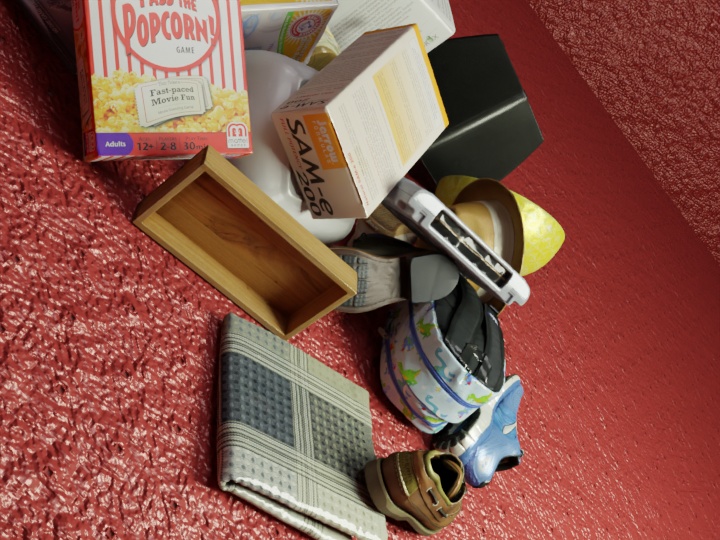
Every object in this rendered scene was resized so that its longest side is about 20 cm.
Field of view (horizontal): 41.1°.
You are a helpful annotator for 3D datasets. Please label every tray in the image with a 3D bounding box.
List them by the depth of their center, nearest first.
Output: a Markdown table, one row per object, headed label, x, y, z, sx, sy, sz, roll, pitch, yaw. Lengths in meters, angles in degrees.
| label | x | y | z | sx | sy | sz | roll | pitch | yaw |
| --- | --- | --- | --- | --- | --- | --- | --- | --- | --- |
| tray | -0.106 | -0.021 | 0.916 | 0.200 | 0.099 | 0.037 | 42 | 29 | -27 |

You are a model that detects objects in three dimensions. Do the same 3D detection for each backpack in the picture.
| label | x | y | z | sx | sy | sz | roll | pitch | yaw |
| --- | --- | --- | --- | --- | --- | --- | --- | --- | --- |
| backpack | 0.098 | 0.094 | 1.108 | 0.163 | 0.154 | 0.200 | 50 | 5 | -17 |

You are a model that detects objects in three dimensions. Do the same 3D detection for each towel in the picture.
| label | x | y | z | sx | sy | sz | roll | pitch | yaw |
| --- | --- | --- | --- | --- | --- | --- | --- | --- | --- |
| towel | -0.057 | 0.154 | 0.892 | 0.200 | 0.035 | 0.193 | 34 | 31 | -33 |

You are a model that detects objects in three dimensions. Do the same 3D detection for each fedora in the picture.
| label | x | y | z | sx | sy | sz | roll | pitch | yaw |
| --- | --- | --- | --- | --- | --- | --- | --- | --- | --- |
| fedora | 0.128 | -0.025 | 1.238 | 0.082 | 0.201 | 0.201 | 5 | 53 | -31 |

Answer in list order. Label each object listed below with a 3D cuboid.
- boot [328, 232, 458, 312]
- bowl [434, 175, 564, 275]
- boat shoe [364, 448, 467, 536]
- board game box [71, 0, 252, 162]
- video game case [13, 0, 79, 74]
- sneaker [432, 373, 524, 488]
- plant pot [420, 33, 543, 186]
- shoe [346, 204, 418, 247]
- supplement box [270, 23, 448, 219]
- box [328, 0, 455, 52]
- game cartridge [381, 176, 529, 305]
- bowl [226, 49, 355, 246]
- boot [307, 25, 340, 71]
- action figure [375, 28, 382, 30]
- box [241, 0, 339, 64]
| label | x | y | z | sx | sy | sz | roll | pitch | yaw |
| --- | --- | --- | --- | --- | --- | --- | --- | --- | --- |
| boot | 0.000 | 0.000 | 1.074 | 0.200 | 0.075 | 0.097 | 2 | 13 | -15 |
| bowl | 0.181 | -0.041 | 1.388 | 0.200 | 0.200 | 0.108 | 35 | 77 | -37 |
| boat shoe | 0.075 | 0.218 | 0.954 | 0.200 | 0.068 | 0.072 | 33 | 36 | -63 |
| board game box | -0.184 | -0.203 | 0.887 | 0.151 | 0.046 | 0.200 | -6 | 92 | -31 |
| video game case | -0.233 | -0.285 | 0.933 | 0.200 | 0.019 | 0.143 | -34 | 78 | -27 |
| sneaker | 0.154 | 0.195 | 1.157 | 0.089 | 0.079 | 0.200 | 61 | 34 | -8 |
| plant pot | 0.170 | -0.244 | 1.485 | 0.200 | 0.177 | 0.200 | 49 | 21 | -57 |
| shoe | 0.036 | -0.055 | 1.257 | 0.070 | 0.053 | 0.200 | 40 | 19 | 14 |
| supplement box | 0.005 | -0.158 | 1.005 | 0.200 | 0.073 | 0.126 | -50 | 129 | -42 |
| box | 0.002 | -0.399 | 1.405 | 0.171 | 0.200 | 0.199 | 37 | 33 | -37 |
| game cartridge | 0.092 | -0.041 | 1.070 | 0.200 | 0.042 | 0.133 | 39 | 4 | -30 |
| bowl | -0.062 | -0.128 | 1.038 | 0.200 | 0.075 | 0.200 | 17 | 76 | -53 |
| boot | -0.074 | -0.315 | 1.255 | 0.200 | 0.072 | 0.155 | 38 | 29 | -83 |
| action figure | 0.021 | -0.204 | 1.335 | 0.200 | 0.104 | 0.194 | 89 | 7 | -68 |
| box | -0.142 | -0.289 | 1.050 | 0.200 | 0.113 | 0.101 | -13 | 69 | -32 |
